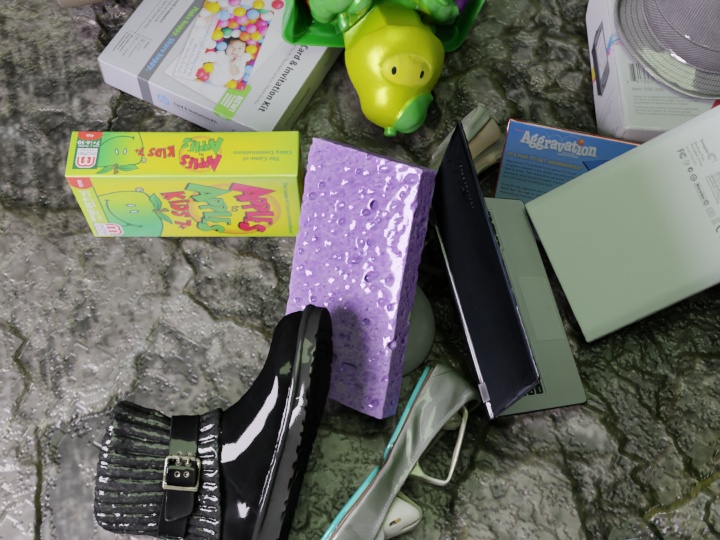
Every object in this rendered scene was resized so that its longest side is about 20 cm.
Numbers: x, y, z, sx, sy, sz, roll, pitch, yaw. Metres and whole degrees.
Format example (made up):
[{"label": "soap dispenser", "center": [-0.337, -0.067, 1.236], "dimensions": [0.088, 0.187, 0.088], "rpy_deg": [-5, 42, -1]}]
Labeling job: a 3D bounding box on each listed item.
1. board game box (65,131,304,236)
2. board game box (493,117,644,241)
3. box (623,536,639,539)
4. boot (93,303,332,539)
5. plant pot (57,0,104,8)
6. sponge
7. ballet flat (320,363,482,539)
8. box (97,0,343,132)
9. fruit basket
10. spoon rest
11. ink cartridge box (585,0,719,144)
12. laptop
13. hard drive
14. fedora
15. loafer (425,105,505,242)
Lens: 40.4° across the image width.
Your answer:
[{"label": "board game box", "center": [-0.150, -0.075, 0.872], "dimensions": [0.196, 0.102, 0.048], "rpy_deg": [0, 61, 1]}, {"label": "board game box", "center": [0.220, -0.067, 0.876], "dimensions": [0.197, 0.105, 0.019], "rpy_deg": [13, 18, 7]}, {"label": "box", "center": [0.153, 0.309, 0.699], "dimensions": [0.155, 0.050, 0.203], "rpy_deg": [-11, 63, -6]}, {"label": "boot", "center": [-0.114, 0.115, 0.754], "dimensions": [0.155, 0.079, 0.215], "rpy_deg": [15, 88, 8]}, {"label": "plant pot", "center": [-0.241, -0.370, 0.978], "dimensions": [0.132, 0.201, 0.203], "rpy_deg": [-4, 62, -9]}, {"label": "sponge", "center": [-0.006, 0.005, 0.783], "dimensions": [0.110, 0.030, 0.204], "rpy_deg": [18, 105, 34]}, {"label": "ballet flat", "center": [0.034, 0.164, 0.768], "dimensions": [0.063, 0.068, 0.201], "rpy_deg": [31, 67, 8]}, {"label": "box", "center": [-0.137, -0.218, 0.981], "dimensions": [0.198, 0.041, 0.157], "rpy_deg": [26, 65, 12]}, {"label": "fruit basket", "center": [0.030, -0.243, 0.922], "dimensions": [0.212, 0.156, 0.218], "rpy_deg": [10, 53, -14]}, {"label": "spoon rest", "center": [0.000, 0.000, 0.865], "dimensions": [0.098, 0.061, 0.203], "rpy_deg": [-17, 77, -11]}, {"label": "ink cartridge box", "center": [0.301, -0.191, 0.938], "dimensions": [0.145, 0.086, 0.203], "rpy_deg": [2, 61, -1]}, {"label": "laptop", "center": [0.128, 0.005, 0.752], "dimensions": [0.198, 0.115, 0.190], "rpy_deg": [0, 68, -43]}, {"label": "hard drive", "center": [0.257, -0.041, 0.831], "dimensions": [0.198, 0.027, 0.134], "rpy_deg": [-27, 78, 16]}, {"label": "fedora", "center": [0.335, -0.255, 0.874], "dimensions": [0.198, 0.091, 0.178], "rpy_deg": [-25, 66, -16]}, {"label": "loafer", "center": [0.083, -0.073, 0.870], "dimensions": [0.063, 0.072, 0.201], "rpy_deg": [43, 50, -7]}]
